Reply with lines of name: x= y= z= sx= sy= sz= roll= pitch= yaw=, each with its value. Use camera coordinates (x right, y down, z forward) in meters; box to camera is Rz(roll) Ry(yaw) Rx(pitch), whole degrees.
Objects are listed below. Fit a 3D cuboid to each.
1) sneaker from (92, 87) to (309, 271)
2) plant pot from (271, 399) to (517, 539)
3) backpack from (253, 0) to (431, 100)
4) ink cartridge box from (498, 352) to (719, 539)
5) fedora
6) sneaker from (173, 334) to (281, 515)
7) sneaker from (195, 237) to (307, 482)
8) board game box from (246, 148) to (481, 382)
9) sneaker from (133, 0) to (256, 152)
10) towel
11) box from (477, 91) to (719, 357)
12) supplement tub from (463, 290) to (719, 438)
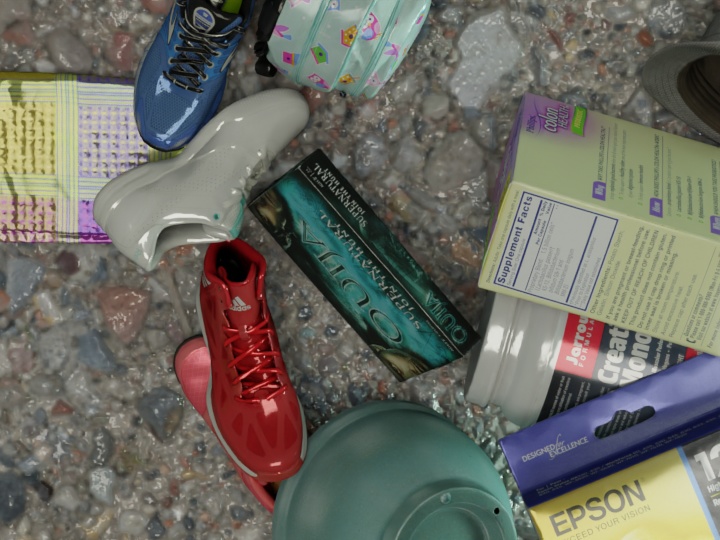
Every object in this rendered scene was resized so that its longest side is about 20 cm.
sneaker: x=-0.112 y=-0.067 z=1.639 sx=0.200 sy=0.075 sz=0.089 roll=-34 pitch=63 yaw=-13
plant pot: x=0.045 y=0.217 z=1.642 sx=0.200 sy=0.134 sz=0.201 roll=-5 pitch=102 yaw=-26
backpack: x=-0.011 y=-0.209 z=1.576 sx=0.126 sy=0.200 sz=0.167 roll=20 pitch=100 yaw=-1
ink cartridge box: x=0.233 y=0.185 z=1.548 sx=0.197 sy=0.047 sz=0.201 roll=-23 pitch=88 yaw=0
fedora: x=0.333 y=-0.157 z=1.605 sx=0.199 sy=0.177 sz=0.091 roll=27 pitch=71 yaw=0
sneaker: x=-0.083 y=0.137 z=1.699 sx=0.074 sy=0.087 sz=0.200 roll=-37 pitch=96 yaw=8
sneaker: x=-0.096 y=0.064 z=1.629 sx=0.078 sy=0.116 sz=0.201 roll=-18 pitch=65 yaw=-8
board game box: x=0.000 y=0.000 z=1.649 sx=0.028 sy=0.135 sz=0.200 roll=-43 pitch=95 yaw=-24
sneaker: x=-0.132 y=-0.192 z=1.633 sx=0.078 sy=0.089 sz=0.201 roll=22 pitch=94 yaw=0
towel: x=-0.229 y=-0.094 z=1.698 sx=0.199 sy=0.023 sz=0.144 roll=1 pitch=100 yaw=2
box: x=0.205 y=-0.039 z=1.598 sx=0.199 sy=0.176 sz=0.097 roll=17 pitch=119 yaw=-1
supplement tub: x=0.195 y=0.072 z=1.646 sx=0.199 sy=0.140 sz=0.141 roll=15 pitch=101 yaw=0
